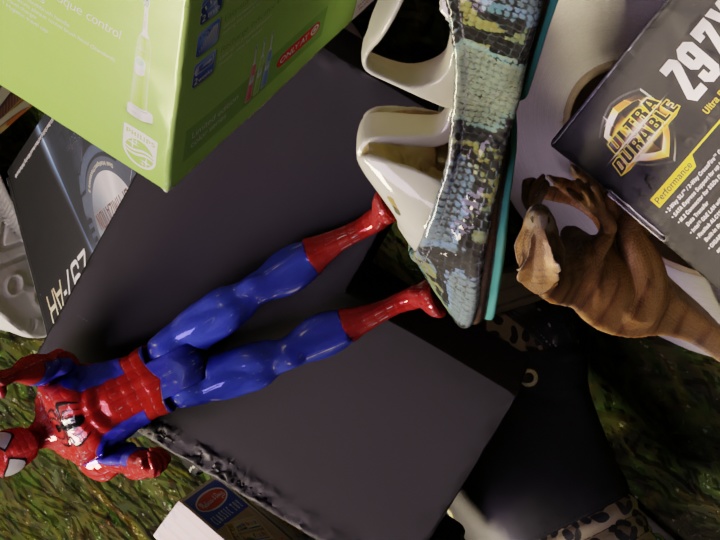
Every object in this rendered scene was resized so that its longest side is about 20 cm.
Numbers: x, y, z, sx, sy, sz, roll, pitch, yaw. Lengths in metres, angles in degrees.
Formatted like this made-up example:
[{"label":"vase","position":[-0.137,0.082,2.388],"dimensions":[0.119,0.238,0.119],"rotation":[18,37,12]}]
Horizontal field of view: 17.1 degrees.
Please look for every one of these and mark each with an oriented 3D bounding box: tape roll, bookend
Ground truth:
[{"label":"tape roll","position":[0.138,-0.050,0.978],"dimensions":[0.203,0.037,0.203],"rotation":[28,142,25]},{"label":"bookend","position":[0.000,0.000,1.012],"dimensions":[0.199,0.092,0.200],"rotation":[30,103,3]}]

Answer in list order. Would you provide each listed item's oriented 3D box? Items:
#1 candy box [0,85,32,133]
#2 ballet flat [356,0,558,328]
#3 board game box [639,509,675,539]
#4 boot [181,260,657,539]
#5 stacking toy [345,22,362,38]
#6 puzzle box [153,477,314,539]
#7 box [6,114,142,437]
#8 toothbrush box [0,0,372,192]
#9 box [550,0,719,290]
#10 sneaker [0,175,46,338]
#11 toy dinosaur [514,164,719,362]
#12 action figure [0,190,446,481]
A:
[{"label":"candy box","position":[-0.147,-0.099,0.905],"dimensions":[0.055,0.200,0.115],"rotation":[38,148,9]},{"label":"ballet flat","position":[0.031,-0.064,0.886],"dimensions":[0.074,0.074,0.200],"rotation":[28,132,24]},{"label":"board game box","position":[0.120,0.181,1.155],"dimensions":[0.200,0.126,0.035],"rotation":[41,147,7]},{"label":"boot","position":[0.025,0.096,1.105],"dimensions":[0.203,0.073,0.154],"rotation":[-24,88,12]},{"label":"stacking toy","position":[-0.087,-0.129,1.082],"dimensions":[0.200,0.146,0.146],"rotation":[29,147,-8]},{"label":"puzzle box","position":[-0.011,0.139,1.208],"dimensions":[0.133,0.200,0.025],"rotation":[39,110,8]},{"label":"box","position":[-0.113,-0.021,1.198],"dimensions":[0.200,0.043,0.161],"rotation":[-44,58,57]},{"label":"toothbrush box","position":[-0.045,-0.149,0.797],"dimensions":[0.086,0.146,0.200],"rotation":[33,144,15]},{"label":"box","position":[0.186,-0.065,0.853],"dimensions":[0.160,0.049,0.200],"rotation":[41,130,5]},{"label":"sneaker","position":[-0.257,-0.038,1.337],"dimensions":[0.146,0.081,0.200],"rotation":[18,158,39]},{"label":"toy dinosaur","position":[0.108,0.005,0.966],"dimensions":[0.060,0.106,0.200],"rotation":[-27,149,33]},{"label":"action figure","position":[-0.071,0.039,0.935],"dimensions":[0.200,0.099,0.065],"rotation":[-27,93,14]}]
